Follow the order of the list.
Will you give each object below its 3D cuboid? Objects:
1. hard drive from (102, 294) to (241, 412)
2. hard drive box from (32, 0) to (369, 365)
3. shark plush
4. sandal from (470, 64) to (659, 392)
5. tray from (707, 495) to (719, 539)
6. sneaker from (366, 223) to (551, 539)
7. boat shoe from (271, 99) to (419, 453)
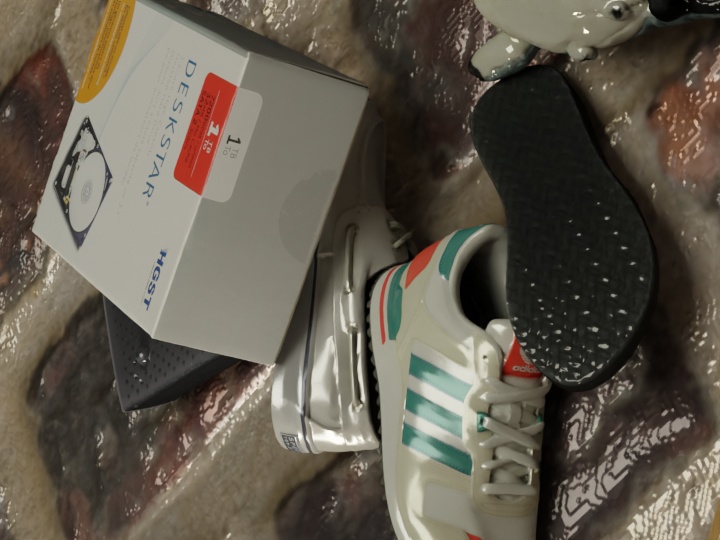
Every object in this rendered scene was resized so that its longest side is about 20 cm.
[{"bbox_3d":[-0.106,-0.026,1.305,0.135,0.042,0.201,-31,58,41],"label":"hard drive"},{"bbox_3d":[-0.091,-0.057,1.180,0.200,0.077,0.156,31,104,58],"label":"hard drive box"},{"bbox_3d":[0.116,-0.152,1.053,0.200,0.083,0.091,4,124,55],"label":"shark plush"},{"bbox_3d":[0.105,-0.020,1.055,0.075,0.048,0.201,-26,45,17],"label":"sandal"},{"bbox_3d":[0.179,0.187,0.928,0.099,0.037,0.201,20,97,49],"label":"tray"},{"bbox_3d":[0.060,0.069,1.067,0.093,0.070,0.200,-39,51,45],"label":"sneaker"},{"bbox_3d":[0.000,0.000,1.160,0.065,0.072,0.201,2,67,19],"label":"boat shoe"}]
